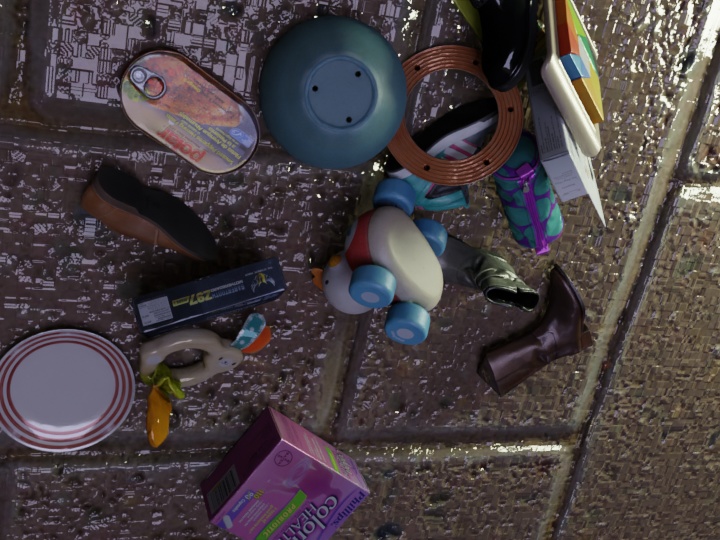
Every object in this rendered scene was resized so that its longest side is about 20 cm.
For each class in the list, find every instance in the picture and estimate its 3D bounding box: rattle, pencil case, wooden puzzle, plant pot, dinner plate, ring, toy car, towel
[{"bbox_3d":[-0.210,0.151,1.278,0.198,0.143,0.131,-4,126,-18],"label":"rattle"},{"bbox_3d":[0.242,-0.113,1.316,0.084,0.093,0.200,-20,144,12],"label":"pencil case"},{"bbox_3d":[0.296,-0.286,1.230,0.037,0.201,0.185,-12,140,30],"label":"wooden puzzle"},{"bbox_3d":[-0.031,-0.225,1.143,0.198,0.135,0.202,-1,102,-5],"label":"plant pot"},{"bbox_3d":[-0.425,0.170,1.284,0.198,0.024,0.202,-8,117,-17],"label":"dinner plate"},{"bbox_3d":[0.125,-0.214,1.241,0.198,0.019,0.202,0,81,2],"label":"ring"},{"bbox_3d":[0.000,0.000,1.281,0.199,0.186,0.177,-13,137,34],"label":"toy car"},{"bbox_3d":[0.196,-0.357,1.264,0.086,0.018,0.200,-46,120,-1],"label":"towel"}]

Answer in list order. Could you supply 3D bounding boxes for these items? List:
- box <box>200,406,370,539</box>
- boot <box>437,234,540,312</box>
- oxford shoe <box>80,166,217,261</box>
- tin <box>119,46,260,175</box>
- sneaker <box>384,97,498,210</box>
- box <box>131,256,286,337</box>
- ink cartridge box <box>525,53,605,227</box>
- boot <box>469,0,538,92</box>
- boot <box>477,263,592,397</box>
[{"bbox_3d":[-0.121,0.350,1.435,0.200,0.097,0.176,38,97,-30],"label":"box"},{"bbox_3d":[0.170,0.005,1.356,0.198,0.131,0.068,10,110,-24],"label":"boot"},{"bbox_3d":[-0.283,-0.065,1.211,0.199,0.072,0.071,33,128,-29],"label":"oxford shoe"},{"bbox_3d":[-0.222,-0.206,1.171,0.199,0.042,0.112,36,95,-29],"label":"tin"},{"bbox_3d":[0.142,-0.154,1.300,0.199,0.084,0.121,-33,123,-5],"label":"sneaker"},{"bbox_3d":[-0.206,0.039,1.225,0.198,0.158,0.051,-16,87,-12],"label":"box"},{"bbox_3d":[0.290,-0.179,1.277,0.043,0.201,0.174,-17,140,21],"label":"ink cartridge box"},{"bbox_3d":[0.153,-0.354,1.178,0.157,0.079,0.213,11,84,-30],"label":"boot"},{"bbox_3d":[0.275,0.105,1.487,0.199,0.064,0.187,-26,118,-1],"label":"boot"}]
